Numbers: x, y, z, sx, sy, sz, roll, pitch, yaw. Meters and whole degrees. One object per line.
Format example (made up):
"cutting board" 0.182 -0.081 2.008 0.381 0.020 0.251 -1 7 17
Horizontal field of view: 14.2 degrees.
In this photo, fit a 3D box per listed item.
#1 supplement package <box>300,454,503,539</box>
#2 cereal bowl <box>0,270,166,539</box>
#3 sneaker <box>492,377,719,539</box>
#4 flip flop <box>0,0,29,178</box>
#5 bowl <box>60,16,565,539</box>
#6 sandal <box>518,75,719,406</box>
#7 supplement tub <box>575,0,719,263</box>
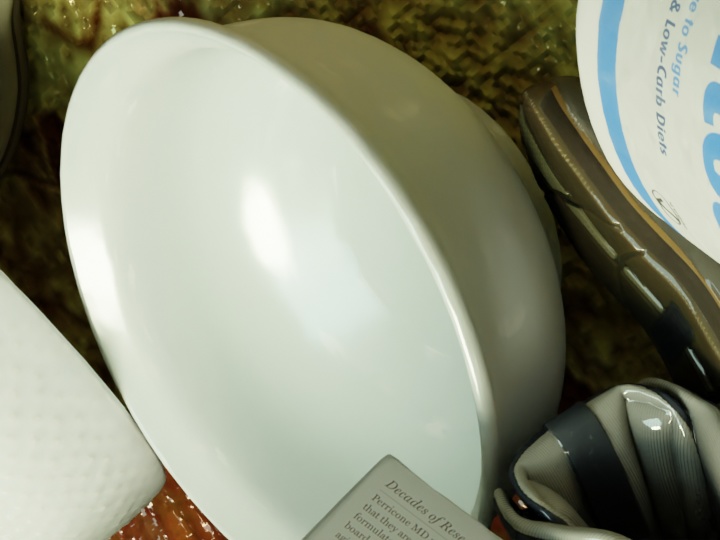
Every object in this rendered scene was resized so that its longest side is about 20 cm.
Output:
"supplement package" 0.048 0.180 0.811 0.200 0.111 0.156 36 153 22
"cereal bowl" -0.166 0.034 1.030 0.200 0.083 0.200 44 168 12
"sneaker" 0.078 0.095 0.880 0.146 0.077 0.202 58 161 -21
"flip flop" -0.154 -0.096 1.030 0.081 0.058 0.200 39 133 17
"bowl" 0.000 0.000 0.918 0.201 0.090 0.202 33 137 36
"sandal" 0.120 0.019 0.862 0.200 0.054 0.082 55 169 8
"supplement tub" 0.145 -0.034 0.649 0.200 0.131 0.133 -137 36 -59
